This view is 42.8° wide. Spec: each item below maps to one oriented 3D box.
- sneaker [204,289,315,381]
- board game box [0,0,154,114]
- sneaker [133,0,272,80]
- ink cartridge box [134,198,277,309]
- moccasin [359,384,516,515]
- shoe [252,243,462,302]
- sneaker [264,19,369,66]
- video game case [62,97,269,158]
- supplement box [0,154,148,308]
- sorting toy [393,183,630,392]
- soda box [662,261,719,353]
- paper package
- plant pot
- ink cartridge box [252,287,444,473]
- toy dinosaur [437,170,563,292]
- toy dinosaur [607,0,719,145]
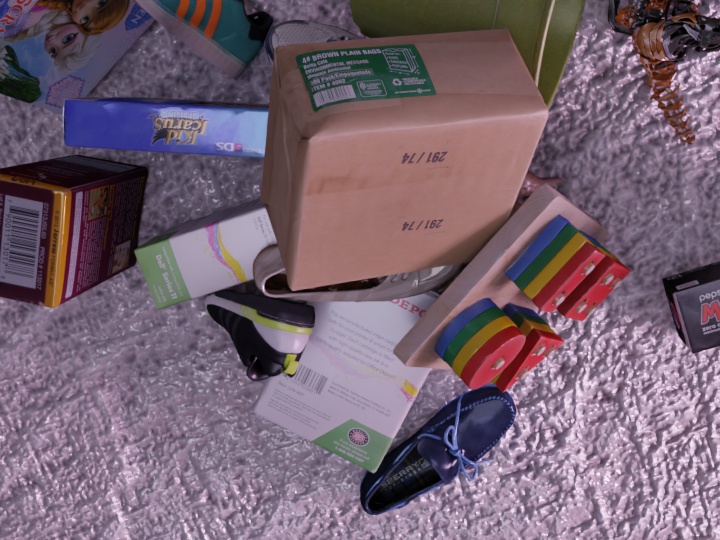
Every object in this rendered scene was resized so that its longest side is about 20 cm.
[{"bbox_3d":[-0.110,0.065,0.907,0.071,0.200,0.083,11,87,-26],"label":"sneaker"},{"bbox_3d":[-0.285,-0.248,0.860,0.200,0.199,0.041,-43,73,14],"label":"board game box"},{"bbox_3d":[-0.161,-0.261,0.863,0.080,0.200,0.071,-50,55,6],"label":"sneaker"},{"bbox_3d":[-0.110,-0.031,0.925,0.199,0.117,0.068,-17,101,10],"label":"ink cartridge box"},{"bbox_3d":[0.085,0.202,0.975,0.200,0.068,0.081,-43,94,13],"label":"moccasin"},{"bbox_3d":[0.000,0.000,0.846,0.199,0.053,0.070,-6,101,-4],"label":"shoe"},{"bbox_3d":[0.008,-0.183,0.833,0.199,0.085,0.077,23,79,0],"label":"sneaker"},{"bbox_3d":[-0.151,-0.138,0.875,0.198,0.181,0.046,4,102,6],"label":"video game case"},{"bbox_3d":[-0.289,-0.046,0.902,0.085,0.200,0.111,12,103,5],"label":"supplement box"},{"bbox_3d":[0.155,0.034,0.859,0.199,0.200,0.070,-49,65,14],"label":"sorting toy"},{"bbox_3d":[0.406,0.016,0.898,0.199,0.063,0.071,-18,99,11],"label":"soda box"},{"bbox_3d":[0.029,-0.090,0.749,0.199,0.104,0.191,-9,143,-17],"label":"paper package"},{"bbox_3d":[0.098,-0.255,0.833,0.189,0.200,0.201,18,104,17],"label":"plant pot"},{"bbox_3d":[-0.001,0.081,0.951,0.145,0.088,0.201,26,106,1],"label":"ink cartridge box"},{"bbox_3d":[0.101,-0.070,0.912,0.199,0.086,0.136,-29,90,6],"label":"toy dinosaur"},{"bbox_3d":[0.303,-0.228,0.861,0.135,0.102,0.201,-4,120,23],"label":"toy dinosaur"}]
